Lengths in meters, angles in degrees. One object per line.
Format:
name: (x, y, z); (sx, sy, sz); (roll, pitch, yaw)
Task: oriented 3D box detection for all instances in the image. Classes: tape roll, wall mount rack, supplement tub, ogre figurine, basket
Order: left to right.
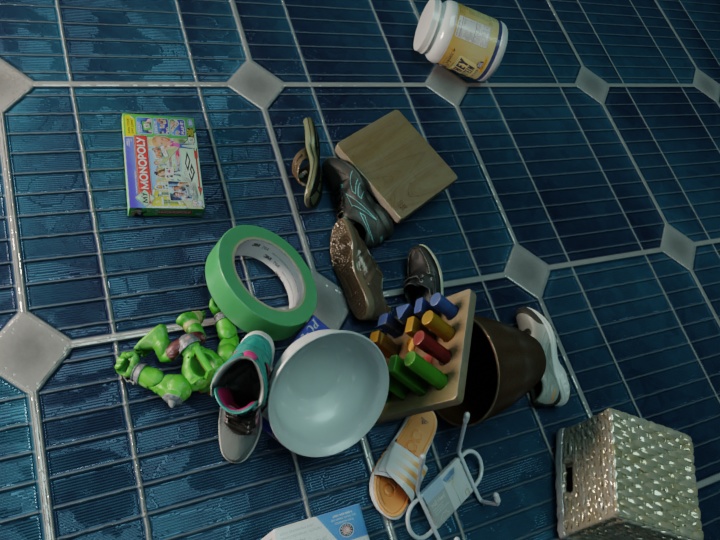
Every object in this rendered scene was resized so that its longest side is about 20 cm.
ogre figurine: (-0.265, 0.131, 1.064); (0.198, 0.099, 0.120); (-21, 60, -46)
tape roll: (-0.164, 0.018, 1.160); (0.197, 0.048, 0.204); (29, 37, -25)
wall mount rack: (0.149, 0.339, 1.118); (0.198, 0.074, 0.178); (-31, 101, -37)
supplement tub: (0.238, -0.554, 1.647); (0.195, 0.145, 0.148); (16, 56, -14)
basket: (0.466, 0.377, 1.203); (0.195, 0.161, 0.203); (20, 55, -14)

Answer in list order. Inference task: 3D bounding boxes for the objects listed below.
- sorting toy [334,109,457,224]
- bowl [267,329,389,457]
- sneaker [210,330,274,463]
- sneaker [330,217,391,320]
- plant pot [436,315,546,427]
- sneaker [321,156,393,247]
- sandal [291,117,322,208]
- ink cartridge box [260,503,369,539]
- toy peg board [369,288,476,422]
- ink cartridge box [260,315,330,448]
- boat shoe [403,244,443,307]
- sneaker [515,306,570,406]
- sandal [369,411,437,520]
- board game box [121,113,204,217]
sorting toy: (0.067, -0.204, 1.416); (0.199, 0.070, 0.200); (-35, 80, -36)
bowl: (-0.061, 0.172, 1.057); (0.196, 0.207, 0.090); (-3, 19, -25)
sneaker: (-0.175, 0.199, 0.998); (0.081, 0.121, 0.206); (12, 98, 4)
sneaker: (0.000, 0.000, 1.287); (0.074, 0.070, 0.205); (4, 63, -43)
plant pot: (0.239, 0.168, 1.232); (0.196, 0.187, 0.191); (0, 61, -39)
sneaker: (-0.018, -0.133, 1.336); (0.079, 0.076, 0.201); (-34, 81, -30)
sandal: (-0.107, -0.208, 1.351); (0.055, 0.080, 0.206); (-7, 60, 2)
ink cartridge box: (-0.046, 0.461, 0.981); (0.141, 0.084, 0.205); (-6, 65, -27)
toy peg board: (0.079, 0.125, 1.143); (0.097, 0.198, 0.203); (35, 51, -29)
ink cartridge box: (-0.101, 0.180, 1.141); (0.093, 0.044, 0.201); (38, 54, -2)
boat shoe: (0.112, 0.042, 1.294); (0.065, 0.074, 0.205); (10, 66, -39)
sneaker: (0.339, 0.165, 1.330); (0.077, 0.074, 0.205); (-5, 65, -20)
sandal: (0.080, 0.305, 1.141); (0.078, 0.059, 0.209); (33, 55, -4)
board game box: (-0.359, -0.191, 1.247); (0.131, 0.029, 0.205); (-1, 63, -25)
